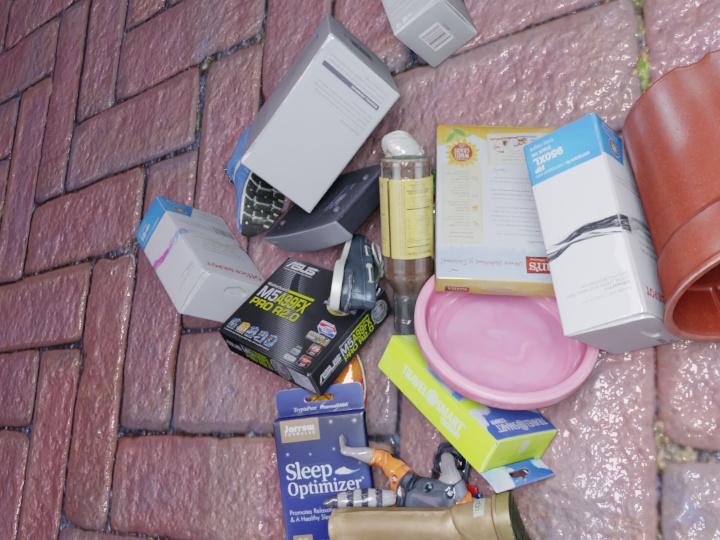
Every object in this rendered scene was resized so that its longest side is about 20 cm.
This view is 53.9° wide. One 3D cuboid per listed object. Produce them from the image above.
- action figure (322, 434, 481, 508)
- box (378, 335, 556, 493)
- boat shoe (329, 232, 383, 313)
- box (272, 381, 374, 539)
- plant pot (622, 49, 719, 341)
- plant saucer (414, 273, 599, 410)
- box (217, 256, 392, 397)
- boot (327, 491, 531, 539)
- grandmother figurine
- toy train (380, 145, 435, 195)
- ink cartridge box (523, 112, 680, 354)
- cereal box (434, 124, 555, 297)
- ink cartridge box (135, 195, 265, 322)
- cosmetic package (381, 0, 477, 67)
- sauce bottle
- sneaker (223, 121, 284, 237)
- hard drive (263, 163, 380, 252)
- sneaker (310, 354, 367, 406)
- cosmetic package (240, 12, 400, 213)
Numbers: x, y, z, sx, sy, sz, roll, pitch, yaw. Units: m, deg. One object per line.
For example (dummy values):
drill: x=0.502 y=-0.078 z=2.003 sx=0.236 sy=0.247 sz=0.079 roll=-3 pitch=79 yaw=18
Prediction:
action figure: x=0.060 y=0.288 z=0.803 sx=0.189 sy=0.104 sz=0.206 roll=2 pitch=84 yaw=19
box: x=0.123 y=0.147 z=0.781 sx=0.200 sy=0.120 sz=0.048 roll=43 pitch=117 yaw=38
boat shoe: x=0.000 y=0.000 z=0.899 sx=0.060 sy=0.200 sz=0.077 roll=10 pitch=105 yaw=1
box: x=-0.044 y=0.249 z=0.891 sx=0.118 sy=0.032 sz=0.206 roll=-8 pitch=87 yaw=8
plant pot: x=0.336 y=-0.072 z=0.630 sx=0.199 sy=0.199 sz=0.199 roll=-30 pitch=52 yaw=30
plant saucer: x=0.154 y=0.070 z=0.764 sx=0.201 sy=0.197 sz=0.052 roll=49 pitch=151 yaw=36
box: x=-0.078 y=0.069 z=0.970 sx=0.197 sy=0.045 sz=0.160 roll=18 pitch=55 yaw=41
boot: x=0.084 y=0.313 z=0.746 sx=0.196 sy=0.066 sz=0.179 roll=-15 pitch=104 yaw=22
grandmother figurine: x=0.061 y=-0.070 z=0.877 sx=0.120 sy=0.060 sz=0.205 roll=5 pitch=108 yaw=50
toy train: x=0.090 y=-0.110 z=0.922 sx=0.042 sy=0.056 sz=0.201 roll=-49 pitch=52 yaw=18
ink cartridge box: x=0.247 y=-0.030 z=0.710 sx=0.083 sy=0.143 sz=0.205 roll=-22 pitch=65 yaw=34
cereal box: x=0.153 y=-0.071 z=0.799 sx=0.140 sy=0.040 sz=0.205 roll=3 pitch=64 yaw=2
ink cartridge box: x=-0.251 y=-0.013 z=1.125 sx=0.085 sy=0.143 sz=0.200 roll=-53 pitch=51 yaw=15
cosmetic package: x=0.076 y=-0.397 z=0.977 sx=0.089 sy=0.106 sz=0.204 roll=-30 pitch=63 yaw=30
sauce bottle: x=0.054 y=-0.029 z=0.819 sx=0.064 sy=0.064 sz=0.205 roll=13 pitch=111 yaw=41
sneaker: x=-0.175 y=-0.147 z=1.152 sx=0.088 sy=0.078 sz=0.205 roll=-18 pitch=59 yaw=43
hard drive: x=-0.043 y=-0.081 z=0.975 sx=0.135 sy=0.043 sz=0.198 roll=-49 pitch=23 yaw=-27
sneaker: x=-0.042 y=0.197 z=0.940 sx=0.072 sy=0.076 sz=0.205 roll=3 pitch=79 yaw=41
cosmetic package: x=-0.057 y=-0.222 z=0.980 sx=0.201 sy=0.122 sz=0.201 roll=-48 pitch=20 yaw=19
